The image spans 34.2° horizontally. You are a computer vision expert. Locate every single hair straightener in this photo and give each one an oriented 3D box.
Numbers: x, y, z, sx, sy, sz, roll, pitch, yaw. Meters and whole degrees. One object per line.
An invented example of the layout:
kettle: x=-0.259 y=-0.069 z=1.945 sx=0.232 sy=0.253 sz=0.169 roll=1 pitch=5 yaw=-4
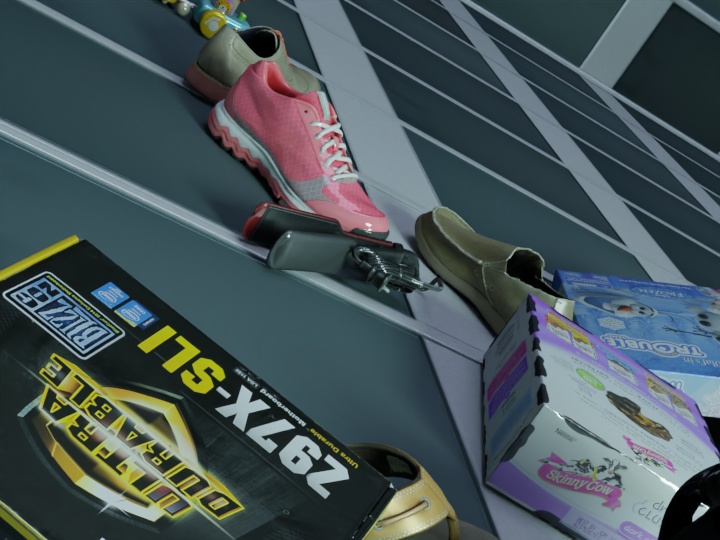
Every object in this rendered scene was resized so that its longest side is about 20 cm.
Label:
hair straightener: x=0.000 y=0.000 z=0.903 sx=0.199 sy=0.041 sz=0.077 roll=18 pitch=25 yaw=-49

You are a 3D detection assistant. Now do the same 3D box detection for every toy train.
toy train: x=-0.179 y=-0.320 z=1.318 sx=0.200 sy=0.056 sz=0.150 roll=39 pitch=20 yaw=12

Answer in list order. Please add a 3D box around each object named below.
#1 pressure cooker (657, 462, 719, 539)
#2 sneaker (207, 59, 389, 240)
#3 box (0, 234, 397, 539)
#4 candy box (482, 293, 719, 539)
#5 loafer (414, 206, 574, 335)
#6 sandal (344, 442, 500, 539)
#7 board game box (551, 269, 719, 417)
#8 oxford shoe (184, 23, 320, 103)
pressure cooker: x=0.213 y=0.196 z=0.571 sx=0.178 sy=0.176 sz=0.200 roll=19 pitch=28 yaw=-44
sneaker: x=-0.044 y=-0.103 z=0.982 sx=0.200 sy=0.087 sz=0.074 roll=42 pitch=22 yaw=20
box: x=-0.099 y=0.082 z=0.494 sx=0.200 sy=0.049 sz=0.160 roll=37 pitch=27 yaw=8
candy box: x=0.173 y=0.120 z=0.838 sx=0.167 sy=0.072 sz=0.200 roll=33 pitch=19 yaw=-6
loafer: x=0.124 y=0.001 z=1.038 sx=0.076 sy=0.068 sz=0.200 roll=10 pitch=31 yaw=-49
sandal: x=0.002 y=0.114 z=0.602 sx=0.199 sy=0.054 sz=0.080 roll=31 pitch=20 yaw=-11
board game box: x=0.287 y=0.066 z=1.074 sx=0.198 sy=0.044 sz=0.199 roll=6 pitch=24 yaw=-4
oxford shoe: x=-0.086 y=-0.196 z=1.148 sx=0.070 sy=0.075 sz=0.200 roll=40 pitch=20 yaw=17
